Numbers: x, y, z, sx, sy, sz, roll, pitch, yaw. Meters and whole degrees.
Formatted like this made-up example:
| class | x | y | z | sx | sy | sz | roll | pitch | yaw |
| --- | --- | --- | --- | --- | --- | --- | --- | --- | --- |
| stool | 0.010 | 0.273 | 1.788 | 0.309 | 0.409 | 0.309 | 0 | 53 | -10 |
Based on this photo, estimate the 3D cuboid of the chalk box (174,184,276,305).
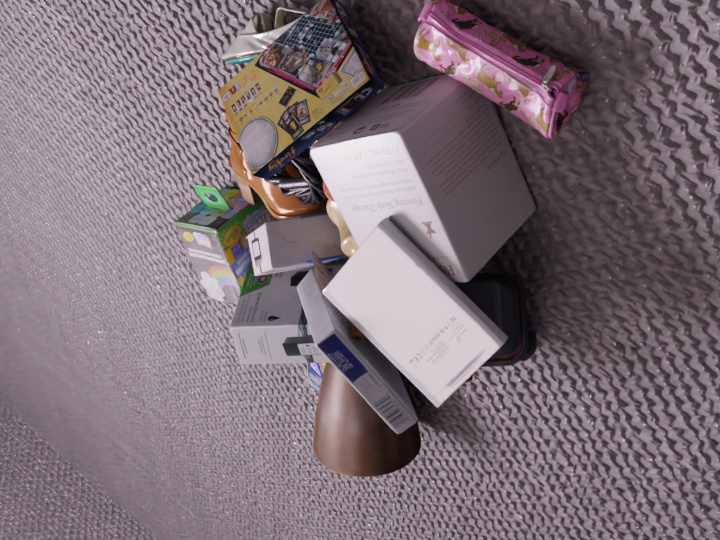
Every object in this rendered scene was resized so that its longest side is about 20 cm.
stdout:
| class | x | y | z | sx | sy | sz | roll | pitch | yaw |
| --- | --- | --- | --- | --- | --- | --- | --- | --- | --- |
| chalk box | -0.217 | -0.060 | 1.559 | 0.123 | 0.124 | 0.202 | 12 | 131 | 42 |

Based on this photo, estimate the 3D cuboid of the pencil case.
| class | x | y | z | sx | sy | sz | roll | pitch | yaw |
| --- | --- | --- | --- | --- | --- | --- | --- | --- | --- |
| pencil case | 0.151 | -0.226 | 1.024 | 0.199 | 0.083 | 0.087 | 36 | 144 | 20 |

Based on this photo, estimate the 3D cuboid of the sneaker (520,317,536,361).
| class | x | y | z | sx | sy | sz | roll | pitch | yaw |
| --- | --- | --- | --- | --- | --- | --- | --- | --- | --- |
| sneaker | 0.164 | 0.064 | 1.312 | 0.199 | 0.076 | 0.077 | 34 | 164 | 23 |

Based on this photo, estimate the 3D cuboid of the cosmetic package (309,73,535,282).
| class | x | y | z | sx | sy | sz | roll | pitch | yaw |
| --- | --- | --- | --- | --- | --- | --- | --- | --- | --- |
| cosmetic package | 0.079 | -0.112 | 1.139 | 0.166 | 0.166 | 0.202 | -3 | 122 | 49 |

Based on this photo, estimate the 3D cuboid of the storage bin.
| class | x | y | z | sx | sy | sz | roll | pitch | yaw |
| --- | --- | --- | --- | --- | --- | --- | --- | --- | --- |
| storage bin | 0.112 | 0.073 | 1.205 | 0.197 | 0.134 | 0.148 | -3 | 84 | 15 |

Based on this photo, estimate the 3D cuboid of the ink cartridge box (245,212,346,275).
| class | x | y | z | sx | sy | sz | roll | pitch | yaw |
| --- | --- | --- | --- | --- | --- | --- | --- | --- | --- |
| ink cartridge box | -0.102 | -0.037 | 1.398 | 0.200 | 0.114 | 0.069 | 167 | 94 | -75 |

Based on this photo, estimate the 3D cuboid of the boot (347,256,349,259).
| class | x | y | z | sx | sy | sz | roll | pitch | yaw |
| --- | --- | --- | --- | --- | --- | --- | --- | --- | --- |
| boot | 0.022 | 0.007 | 1.354 | 0.176 | 0.069 | 0.200 | 62 | 174 | -21 |

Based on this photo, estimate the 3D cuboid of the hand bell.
| class | x | y | z | sx | sy | sz | roll | pitch | yaw |
| --- | --- | --- | --- | --- | --- | --- | --- | --- | --- |
| hand bell | 0.000 | 0.000 | 1.219 | 0.102 | 0.202 | 0.105 | 2 | 147 | 1 |

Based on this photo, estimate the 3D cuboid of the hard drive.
| class | x | y | z | sx | sy | sz | roll | pitch | yaw |
| --- | --- | --- | --- | --- | --- | --- | --- | --- | --- |
| hard drive | 0.062 | 0.052 | 1.110 | 0.200 | 0.026 | 0.132 | 45 | 123 | 5 |

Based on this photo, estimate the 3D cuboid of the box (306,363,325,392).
| class | x | y | z | sx | sy | sz | roll | pitch | yaw |
| --- | --- | --- | --- | --- | --- | --- | --- | --- | --- |
| box | -0.051 | 0.128 | 1.597 | 0.064 | 0.070 | 0.202 | 30 | 141 | 27 |

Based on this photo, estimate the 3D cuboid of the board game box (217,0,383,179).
| class | x | y | z | sx | sy | sz | roll | pitch | yaw |
| --- | --- | --- | --- | --- | --- | --- | --- | --- | --- |
| board game box | -0.079 | -0.228 | 1.164 | 0.199 | 0.034 | 0.137 | -34 | 68 | 24 |

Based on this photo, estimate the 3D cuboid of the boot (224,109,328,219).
| class | x | y | z | sx | sy | sz | roll | pitch | yaw |
| --- | --- | --- | --- | --- | --- | --- | --- | --- | --- |
| boot | -0.127 | -0.168 | 1.411 | 0.199 | 0.076 | 0.157 | 25 | 136 | 42 |

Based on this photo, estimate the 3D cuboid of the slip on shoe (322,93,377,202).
| class | x | y | z | sx | sy | sz | roll | pitch | yaw |
| --- | --- | --- | --- | --- | --- | --- | --- | --- | --- |
| slip on shoe | -0.021 | -0.182 | 1.202 | 0.061 | 0.073 | 0.203 | 1 | 90 | 49 |

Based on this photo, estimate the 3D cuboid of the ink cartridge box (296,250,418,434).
| class | x | y | z | sx | sy | sz | roll | pitch | yaw |
| --- | --- | --- | --- | --- | --- | --- | --- | --- | --- |
| ink cartridge box | -0.010 | 0.096 | 1.263 | 0.200 | 0.040 | 0.201 | 50 | -170 | -31 |

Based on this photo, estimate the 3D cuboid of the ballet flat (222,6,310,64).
| class | x | y | z | sx | sy | sz | roll | pitch | yaw |
| --- | --- | --- | --- | --- | --- | --- | --- | --- | --- |
| ballet flat | -0.113 | -0.320 | 1.255 | 0.198 | 0.069 | 0.070 | 4 | 126 | 41 |

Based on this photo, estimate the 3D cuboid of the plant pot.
| class | x | y | z | sx | sy | sz | roll | pitch | yaw |
| --- | --- | --- | --- | --- | --- | --- | --- | --- | --- |
| plant pot | 0.006 | 0.201 | 1.535 | 0.185 | 0.186 | 0.203 | 16 | 120 | 38 |

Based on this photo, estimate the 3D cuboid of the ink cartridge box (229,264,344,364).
| class | x | y | z | sx | sy | sz | roll | pitch | yaw |
| --- | --- | --- | --- | --- | --- | --- | --- | --- | --- |
| ink cartridge box | -0.088 | 0.067 | 1.449 | 0.197 | 0.148 | 0.084 | -2 | 129 | 9 |

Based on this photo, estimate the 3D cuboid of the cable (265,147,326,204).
| class | x | y | z | sx | sy | sz | roll | pitch | yaw |
| --- | --- | --- | --- | --- | --- | --- | --- | --- | --- |
| cable | -0.112 | -0.155 | 1.284 | 0.200 | 0.051 | 0.164 | 42 | 158 | 24 |
